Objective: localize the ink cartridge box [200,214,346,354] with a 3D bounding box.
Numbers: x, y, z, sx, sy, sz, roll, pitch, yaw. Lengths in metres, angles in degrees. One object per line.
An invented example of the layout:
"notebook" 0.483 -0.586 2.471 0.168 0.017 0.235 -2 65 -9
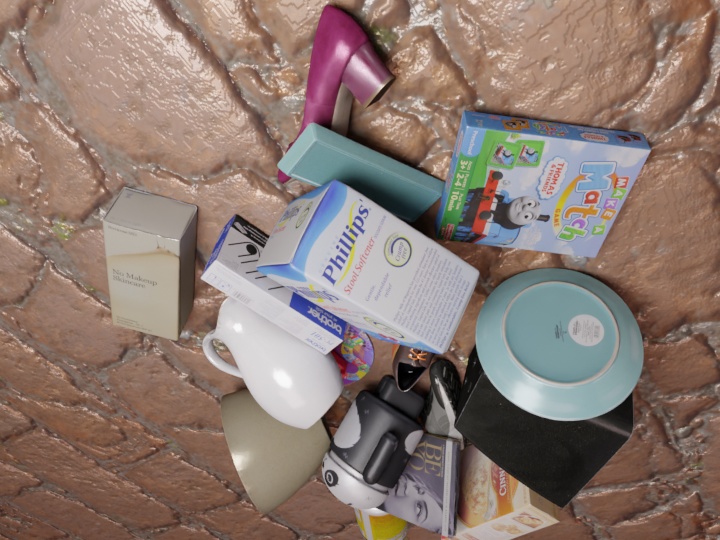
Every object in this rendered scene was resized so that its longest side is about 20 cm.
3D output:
"ink cartridge box" -0.106 0.020 0.777 0.199 0.095 0.044 35 128 -21

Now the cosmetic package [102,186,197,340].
"cosmetic package" -0.286 -0.003 0.801 0.102 0.074 0.202 14 134 -3

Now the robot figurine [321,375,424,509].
"robot figurine" 0.020 0.270 0.919 0.124 0.202 0.150 26 172 32

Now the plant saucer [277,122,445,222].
"plant saucer" 0.008 -0.101 0.650 0.198 0.019 0.070 17 136 -36

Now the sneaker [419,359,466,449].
"sneaker" 0.128 0.222 0.940 0.078 0.075 0.202 -1 132 17

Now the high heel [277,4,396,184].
"high heel" -0.051 -0.179 0.625 0.096 0.067 0.199 49 127 -2

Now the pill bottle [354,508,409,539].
"pill bottle" 0.039 0.442 1.128 0.107 0.110 0.202 0 133 9

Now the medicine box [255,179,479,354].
"medicine box" 0.000 0.000 0.676 0.198 0.104 0.182 30 169 -18

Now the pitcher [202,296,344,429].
"pitcher" -0.132 0.134 0.833 0.200 0.121 0.172 45 133 -1

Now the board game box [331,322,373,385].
"board game box" -0.079 0.141 0.918 0.196 0.039 0.160 10 133 1

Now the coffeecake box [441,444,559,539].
"coffeecake box" 0.232 0.372 1.001 0.073 0.155 0.200 33 129 -20

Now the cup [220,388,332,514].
"cup" -0.126 0.273 0.966 0.141 0.201 0.202 -23 130 -4

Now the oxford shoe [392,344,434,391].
"oxford shoe" 0.092 0.096 0.827 0.070 0.073 0.202 13 133 -2

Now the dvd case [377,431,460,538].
"dvd case" 0.075 0.339 0.974 0.197 0.152 0.016 3 -179 39

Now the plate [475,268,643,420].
"plate" 0.238 0.077 0.700 0.196 0.203 0.026 -1 147 10

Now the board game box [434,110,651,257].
"board game box" 0.195 -0.091 0.655 0.196 0.037 0.153 5 133 -4

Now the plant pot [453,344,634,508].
"plant pot" 0.236 0.158 0.792 0.174 0.201 0.202 19 134 7
